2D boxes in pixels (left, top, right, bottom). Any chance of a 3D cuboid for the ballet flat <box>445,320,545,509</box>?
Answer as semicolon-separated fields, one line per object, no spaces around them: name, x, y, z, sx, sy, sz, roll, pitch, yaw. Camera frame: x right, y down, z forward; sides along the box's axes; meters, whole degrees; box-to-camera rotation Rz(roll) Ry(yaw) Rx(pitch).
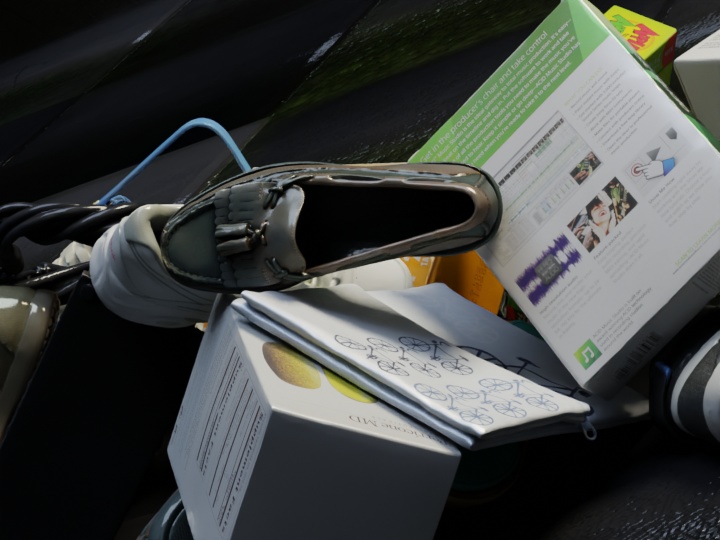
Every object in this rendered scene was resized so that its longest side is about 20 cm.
ballet flat;0.066;0.098;1.485;0.063;0.069;0.200;-49;-1;32

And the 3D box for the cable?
cable;-0.181;-0.018;1.693;0.163;0.051;0.199;17;-25;-37

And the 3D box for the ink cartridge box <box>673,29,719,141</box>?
ink cartridge box;0.336;-0.154;1.690;0.200;0.084;0.146;-34;19;-26

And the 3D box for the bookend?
bookend;-0.159;0.070;1.653;0.199;0.092;0.200;-63;2;21

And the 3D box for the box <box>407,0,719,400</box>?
box;0.130;-0.045;1.424;0.144;0.036;0.200;-45;54;12

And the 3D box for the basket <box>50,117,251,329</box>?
basket;-0.139;0.007;1.857;0.199;0.177;0.139;-33;9;14

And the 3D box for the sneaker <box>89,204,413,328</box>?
sneaker;-0.057;0.001;1.500;0.199;0.078;0.099;5;-20;-16

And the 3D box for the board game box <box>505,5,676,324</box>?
board game box;0.143;-0.053;1.576;0.047;0.201;0.102;24;41;25

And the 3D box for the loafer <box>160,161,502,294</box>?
loafer;-0.020;-0.029;1.413;0.199;0.072;0.063;-9;0;6

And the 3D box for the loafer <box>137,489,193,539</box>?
loafer;-0.065;0.122;1.548;0.200;0.072;0.063;-38;12;-32

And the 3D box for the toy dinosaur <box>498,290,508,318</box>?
toy dinosaur;0.044;0.005;1.748;0.136;0.102;0.201;-34;28;43

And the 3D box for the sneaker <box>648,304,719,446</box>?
sneaker;0.238;0.023;1.400;0.200;0.073;0.112;-34;19;-22

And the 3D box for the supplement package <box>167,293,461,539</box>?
supplement package;-0.030;0.102;1.393;0.113;0.110;0.200;15;14;-16

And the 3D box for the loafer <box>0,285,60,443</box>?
loafer;-0.263;0.094;1.685;0.076;0.068;0.201;-71;5;-78

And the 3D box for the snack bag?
snack bag;0.056;0.048;1.419;0.188;0.022;0.199;28;19;35

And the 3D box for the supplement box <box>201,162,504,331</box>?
supplement box;0.000;0.000;1.643;0.199;0.073;0.127;0;67;45
